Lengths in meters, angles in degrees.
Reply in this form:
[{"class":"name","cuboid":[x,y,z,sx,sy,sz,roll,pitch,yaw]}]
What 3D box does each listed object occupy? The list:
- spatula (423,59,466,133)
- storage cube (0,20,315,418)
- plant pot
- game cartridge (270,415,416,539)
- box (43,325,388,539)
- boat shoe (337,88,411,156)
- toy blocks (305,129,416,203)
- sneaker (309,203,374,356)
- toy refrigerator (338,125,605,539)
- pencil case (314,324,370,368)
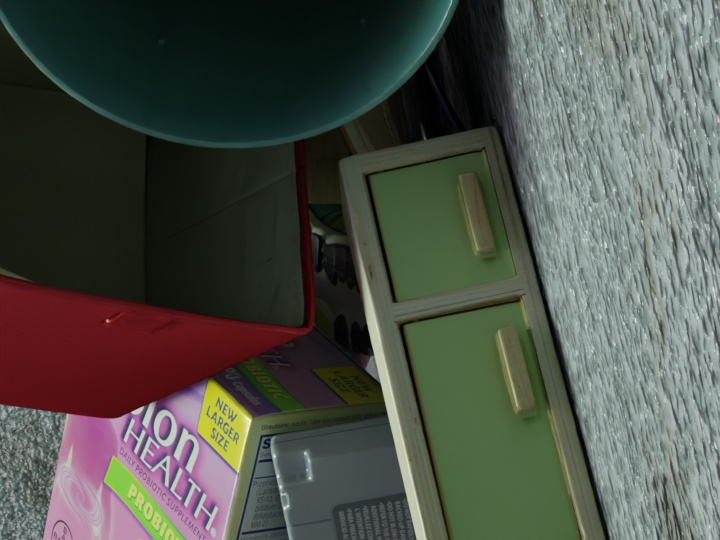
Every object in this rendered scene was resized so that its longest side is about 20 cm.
[{"class":"spatula","cuboid":[0.055,-0.020,0.944,0.057,0.020,0.201,-104,3,-60]},{"class":"storage cube","cuboid":[-0.145,-0.036,0.916,0.179,0.199,0.172,-25,62,47]},{"class":"plant pot","cuboid":[-0.052,-0.179,0.806,0.161,0.199,0.202,-86,-11,-54]},{"class":"game cartridge","cuboid":[0.033,0.155,0.978,0.041,0.132,0.201,-94,-4,-55]},{"class":"box","cuboid":[-0.086,0.120,1.052,0.176,0.096,0.201,39,123,44]},{"class":"boat shoe","cuboid":[0.005,-0.135,0.951,0.074,0.069,0.201,55,-160,-75]},{"class":"toy blocks","cuboid":[-0.003,-0.122,1.093,0.200,0.099,0.138,-85,-5,-75]},{"class":"sneaker","cuboid":[0.000,0.000,1.077,0.200,0.079,0.078,36,126,55]},{"class":"toy refrigerator","cuboid":[0.047,0.043,0.833,0.070,0.075,0.201,86,172,-70]},{"class":"pencil case","cuboid":[-0.035,0.065,1.175,0.087,0.087,0.201,105,-179,-84]}]
